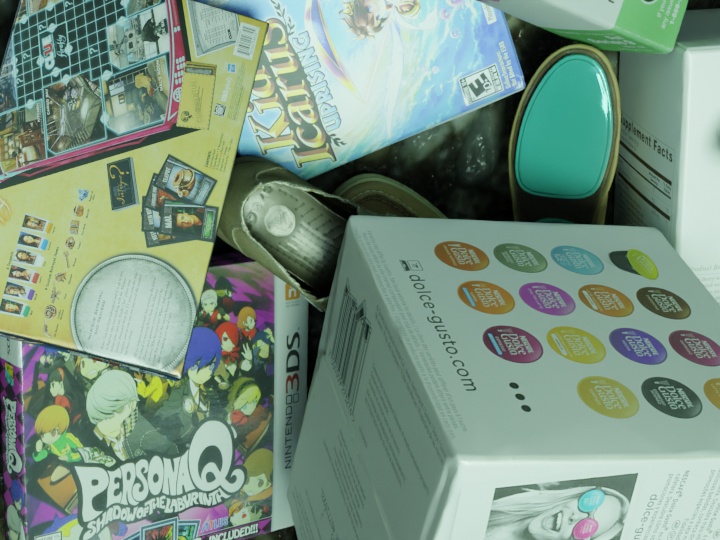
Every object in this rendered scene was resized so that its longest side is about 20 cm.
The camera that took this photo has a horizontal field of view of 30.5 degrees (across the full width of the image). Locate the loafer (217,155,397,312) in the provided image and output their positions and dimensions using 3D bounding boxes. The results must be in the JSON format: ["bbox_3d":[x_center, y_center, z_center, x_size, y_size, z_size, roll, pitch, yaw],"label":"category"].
[{"bbox_3d":[0.000,0.000,0.770,0.198,0.067,0.077,23,97,-9],"label":"loafer"}]

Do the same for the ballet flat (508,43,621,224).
[{"bbox_3d":[0.126,-0.048,0.835,0.068,0.063,0.203,10,113,13],"label":"ballet flat"}]

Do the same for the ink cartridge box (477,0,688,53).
[{"bbox_3d":[0.096,-0.219,0.720,0.198,0.087,0.147,16,95,-27],"label":"ink cartridge box"}]

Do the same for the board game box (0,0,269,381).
[{"bbox_3d":[-0.138,-0.055,0.715,0.134,0.035,0.203,15,80,-10],"label":"board game box"}]

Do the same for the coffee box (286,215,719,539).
[{"bbox_3d":[0.087,0.109,0.701,0.195,0.200,0.202,2,123,-18],"label":"coffee box"}]

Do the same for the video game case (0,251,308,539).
[{"bbox_3d":[-0.120,0.086,0.802,0.198,0.036,0.184,-7,105,-37],"label":"video game case"}]

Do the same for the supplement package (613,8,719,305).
[{"bbox_3d":[0.231,-0.053,0.818,0.119,0.120,0.203,-4,111,-7],"label":"supplement package"}]

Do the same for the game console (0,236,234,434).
[{"bbox_3d":[-0.182,-0.009,0.822,0.174,0.116,0.203,0,112,23],"label":"game console"}]

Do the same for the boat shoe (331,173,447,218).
[{"bbox_3d":[0.054,0.022,0.845,0.074,0.066,0.200,-41,110,7],"label":"boat shoe"}]

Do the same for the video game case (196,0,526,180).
[{"bbox_3d":[-0.017,-0.168,0.778,0.179,0.046,0.202,-22,112,0],"label":"video game case"}]
